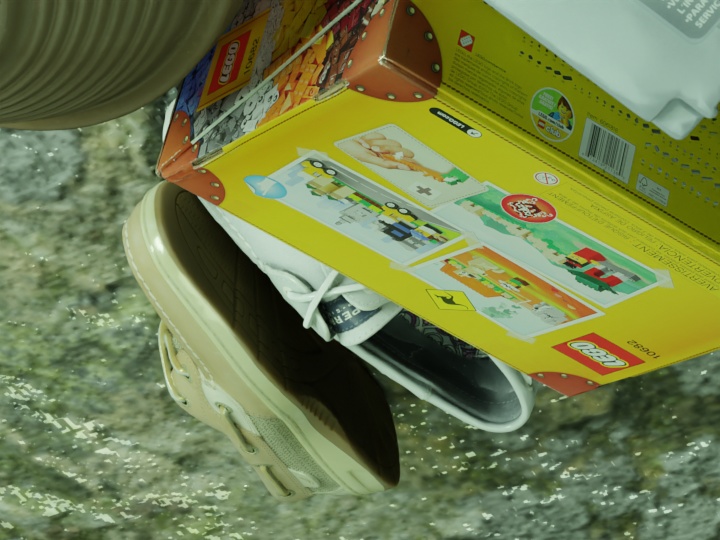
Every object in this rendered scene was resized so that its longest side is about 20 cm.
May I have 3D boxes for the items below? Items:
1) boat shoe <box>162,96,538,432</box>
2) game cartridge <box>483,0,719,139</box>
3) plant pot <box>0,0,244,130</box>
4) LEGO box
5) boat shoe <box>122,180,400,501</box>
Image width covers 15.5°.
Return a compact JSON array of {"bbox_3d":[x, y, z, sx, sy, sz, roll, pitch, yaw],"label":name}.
[{"bbox_3d":[0.000,0.000,1.043,0.072,0.069,0.200,-26,132,28],"label":"boat shoe"},{"bbox_3d":[0.118,-0.151,0.837,0.133,0.041,0.200,33,109,-26],"label":"game cartridge"},{"bbox_3d":[-0.135,-0.118,0.837,0.200,0.093,0.202,13,129,16],"label":"plant pot"},{"bbox_3d":[0.052,-0.041,0.952,0.199,0.078,0.149,29,152,-26],"label":"LEGO box"},{"bbox_3d":[-0.051,0.038,1.090,0.065,0.073,0.200,-18,142,19],"label":"boat shoe"}]
